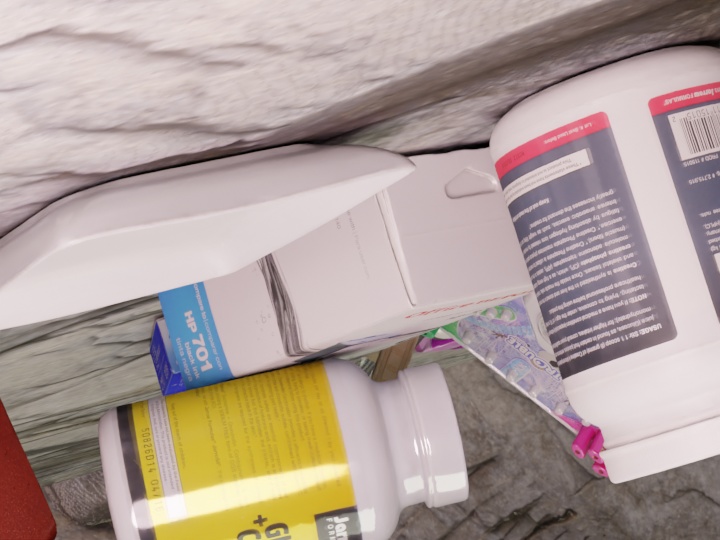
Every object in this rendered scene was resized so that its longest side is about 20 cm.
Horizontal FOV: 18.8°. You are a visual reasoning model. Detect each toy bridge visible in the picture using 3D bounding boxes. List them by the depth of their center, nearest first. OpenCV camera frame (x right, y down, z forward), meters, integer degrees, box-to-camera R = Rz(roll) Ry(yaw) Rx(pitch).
[{"bbox_3d":[0.021,0.030,1.421,0.067,0.027,0.201,-54,-166,31],"label":"toy bridge"}]

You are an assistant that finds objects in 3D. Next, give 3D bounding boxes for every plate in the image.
[{"bbox_3d":[-0.102,-0.018,1.060,0.199,0.033,0.199,-13,172,-34],"label":"plate"}]

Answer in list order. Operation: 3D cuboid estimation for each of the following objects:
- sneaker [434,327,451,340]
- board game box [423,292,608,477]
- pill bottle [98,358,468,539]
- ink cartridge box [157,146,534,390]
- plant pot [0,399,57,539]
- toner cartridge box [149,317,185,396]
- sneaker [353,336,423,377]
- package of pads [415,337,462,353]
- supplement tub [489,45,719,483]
[{"bbox_3d":[0.128,-0.016,1.571,0.199,0.076,0.115,-25,166,-45],"label":"sneaker"},{"bbox_3d":[0.136,0.041,1.439,0.026,0.199,0.200,-55,-175,-33],"label":"board game box"},{"bbox_3d":[-0.044,0.113,1.241,0.198,0.113,0.112,-12,174,-4],"label":"pill bottle"},{"bbox_3d":[0.000,0.000,1.261,0.146,0.087,0.199,-10,172,-45],"label":"ink cartridge box"},{"bbox_3d":[-0.288,0.132,1.191,0.199,0.201,0.176,-22,-177,40],"label":"plant pot"},{"bbox_3d":[-0.108,0.055,1.644,0.094,0.043,0.200,-18,174,-10],"label":"toner cartridge box"},{"bbox_3d":[0.010,0.023,1.591,0.075,0.082,0.200,-50,169,25],"label":"sneaker"},{"bbox_3d":[0.111,0.018,1.780,0.120,0.076,0.200,-21,173,18],"label":"package of pads"},{"bbox_3d":[0.158,-0.003,1.133,0.139,0.202,0.140,-17,174,-2],"label":"supplement tub"}]
